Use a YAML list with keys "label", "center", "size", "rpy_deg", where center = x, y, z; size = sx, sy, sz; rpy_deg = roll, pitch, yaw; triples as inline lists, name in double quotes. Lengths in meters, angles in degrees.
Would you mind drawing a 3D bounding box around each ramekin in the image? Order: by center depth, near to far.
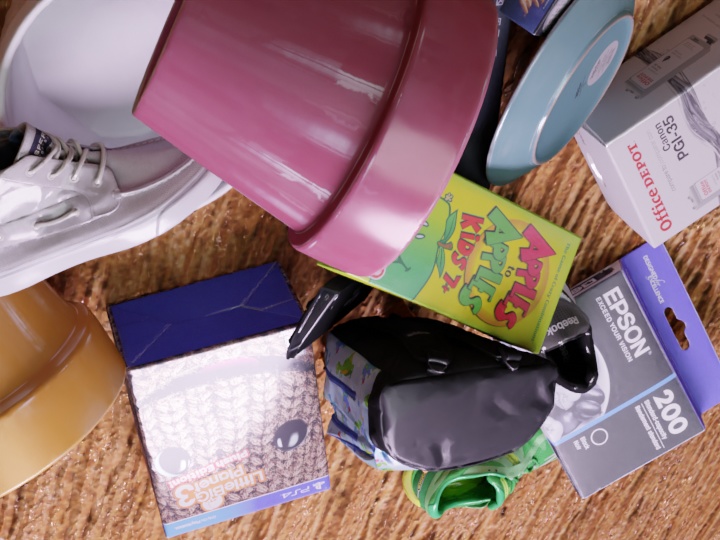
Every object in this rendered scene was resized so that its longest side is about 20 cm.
- label: "ramekin"
  center: [-0.165, -0.144, 0.871]
  size: [0.199, 0.105, 0.201]
  rpy_deg: [-11, 126, -15]

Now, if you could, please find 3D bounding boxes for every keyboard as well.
- label: "keyboard"
  center: [0.000, 0.000, 1.008]
  size: [0.021, 0.200, 0.127]
  rpy_deg: [38, 111, 5]

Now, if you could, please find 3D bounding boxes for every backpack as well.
- label: "backpack"
  center: [0.043, 0.098, 1.001]
  size: [0.162, 0.200, 0.155]
  rpy_deg: [-5, 114, -26]

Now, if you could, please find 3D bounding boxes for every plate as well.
- label: "plate"
  center: [0.166, -0.146, 0.949]
  size: [0.200, 0.026, 0.201]
  rpy_deg: [-47, 161, -22]

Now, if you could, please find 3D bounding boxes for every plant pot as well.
- label: "plant pot"
  center: [-0.038, -0.120, 0.763]
  size: [0.178, 0.200, 0.201]
  rpy_deg: [22, 114, -15]
- label: "plant pot"
  center: [-0.307, 0.049, 0.905]
  size: [0.199, 0.200, 0.184]
  rpy_deg: [-28, 114, -2]

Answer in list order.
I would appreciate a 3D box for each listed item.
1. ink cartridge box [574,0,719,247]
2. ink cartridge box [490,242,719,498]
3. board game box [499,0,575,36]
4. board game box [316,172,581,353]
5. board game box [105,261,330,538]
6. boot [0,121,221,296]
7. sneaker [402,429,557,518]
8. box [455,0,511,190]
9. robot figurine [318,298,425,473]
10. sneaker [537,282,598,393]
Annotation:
- label: "ink cartridge box"
  center: [0.304, -0.136, 1.085]
  size: [0.199, 0.083, 0.147]
  rpy_deg: [-35, 129, 3]
- label: "ink cartridge box"
  center: [0.261, 0.099, 1.214]
  size: [0.199, 0.043, 0.199]
  rpy_deg: [-31, 105, 0]
- label: "board game box"
  center: [0.186, -0.241, 0.920]
  size: [0.136, 0.035, 0.200]
  rpy_deg: [-59, 162, 21]
- label: "board game box"
  center: [0.073, -0.016, 0.935]
  size: [0.199, 0.048, 0.102]
  rpy_deg: [23, 86, -33]
- label: "board game box"
  center: [-0.123, 0.115, 1.074]
  size: [0.158, 0.097, 0.201]
  rpy_deg: [-15, 127, -12]
- label: "boot"
  center: [-0.192, -0.060, 0.802]
  size: [0.199, 0.074, 0.096]
  rpy_deg: [-27, 135, -2]
- label: "sneaker"
  center: [0.145, 0.209, 1.260]
  size: [0.199, 0.084, 0.074]
  rpy_deg: [-20, 129, -10]
- label: "box"
  center: [0.024, -0.150, 0.944]
  size: [0.147, 0.107, 0.201]
  rpy_deg: [-8, 125, -18]
- label: "robot figurine"
  center: [0.050, 0.123, 1.176]
  size: [0.145, 0.058, 0.200]
  rpy_deg: [-34, 129, 4]
- label: "sneaker"
  center: [0.170, 0.031, 1.114]
  size: [0.066, 0.091, 0.201]
  rpy_deg: [-29, 107, -2]
